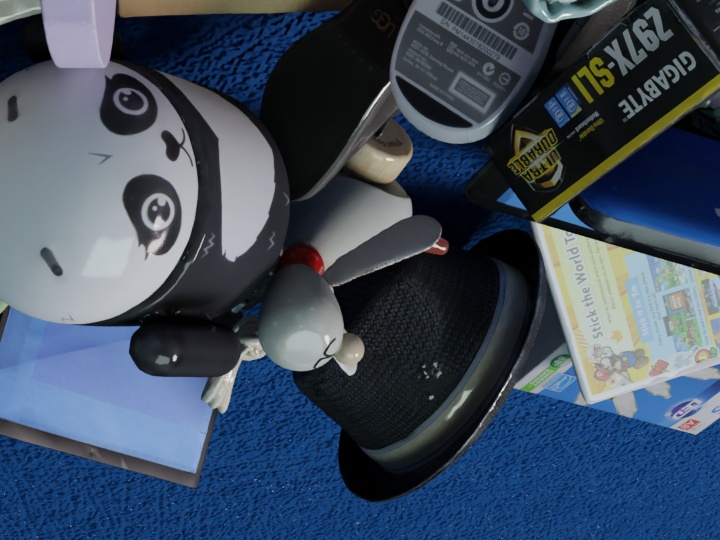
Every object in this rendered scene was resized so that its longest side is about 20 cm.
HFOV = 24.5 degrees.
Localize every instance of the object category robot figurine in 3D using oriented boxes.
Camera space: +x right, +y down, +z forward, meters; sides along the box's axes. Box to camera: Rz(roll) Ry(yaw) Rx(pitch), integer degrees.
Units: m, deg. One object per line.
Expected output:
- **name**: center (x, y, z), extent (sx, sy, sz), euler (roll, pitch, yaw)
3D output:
- **robot figurine**: center (-0.106, -0.035, 0.783), extent (0.125, 0.150, 0.200), euler (-63, 162, 8)

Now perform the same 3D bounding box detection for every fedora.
- **fedora**: center (0.022, 0.042, 1.019), extent (0.091, 0.201, 0.201), euler (30, 129, -20)

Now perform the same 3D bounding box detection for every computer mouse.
- **computer mouse**: center (0.082, -0.148, 0.743), extent (0.200, 0.110, 0.044), euler (-58, 159, 12)

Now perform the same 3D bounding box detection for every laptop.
- **laptop**: center (-0.105, 0.022, 0.979), extent (0.200, 0.104, 0.177), euler (-36, 141, 29)

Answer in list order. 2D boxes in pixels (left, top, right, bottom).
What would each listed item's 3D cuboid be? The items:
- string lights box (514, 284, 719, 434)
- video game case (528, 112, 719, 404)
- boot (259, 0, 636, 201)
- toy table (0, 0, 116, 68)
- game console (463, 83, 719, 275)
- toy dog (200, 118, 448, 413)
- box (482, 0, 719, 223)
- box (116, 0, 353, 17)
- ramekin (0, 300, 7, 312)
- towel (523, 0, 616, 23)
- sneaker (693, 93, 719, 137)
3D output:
- **string lights box**: center (0.200, 0.051, 1.174), extent (0.200, 0.059, 0.103), euler (16, 134, -37)
- **video game case**: center (0.203, -0.023, 1.036), extent (0.181, 0.023, 0.200), euler (-18, 122, 5)
- **boot**: center (0.056, -0.108, 0.861), extent (0.174, 0.069, 0.200), euler (2, 136, -46)
- **toy table**: center (-0.159, -0.145, 0.664), extent (0.117, 0.185, 0.200), euler (0, -175, -7)
- **game console**: center (0.173, -0.014, 0.899), extent (0.199, 0.171, 0.119), euler (14, 124, -14)
- **toy dog**: center (0.000, 0.000, 0.900), extent (0.096, 0.200, 0.132), euler (27, 141, -9)
- **box**: center (0.163, -0.112, 0.717), extent (0.200, 0.049, 0.160), euler (-36, 179, -29)
- **box**: center (-0.029, -0.197, 0.766), extent (0.163, 0.021, 0.200), euler (-5, 145, -18)
- **ramekin**: center (-0.272, -0.040, 0.833), extent (0.199, 0.098, 0.200), euler (-10, 145, -7)
- **towel**: center (0.115, -0.201, 0.656), extent (0.200, 0.171, 0.048), euler (-30, 140, 0)
- **sneaker**: center (0.193, -0.104, 0.911), extent (0.087, 0.074, 0.200), euler (-32, 129, -10)
